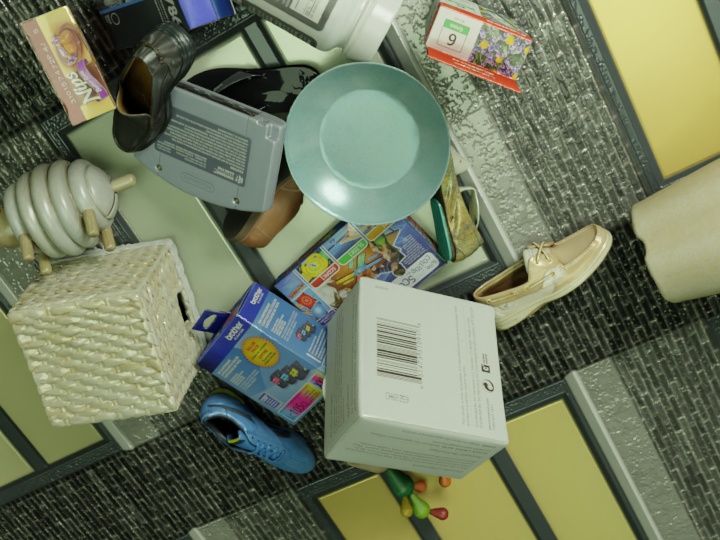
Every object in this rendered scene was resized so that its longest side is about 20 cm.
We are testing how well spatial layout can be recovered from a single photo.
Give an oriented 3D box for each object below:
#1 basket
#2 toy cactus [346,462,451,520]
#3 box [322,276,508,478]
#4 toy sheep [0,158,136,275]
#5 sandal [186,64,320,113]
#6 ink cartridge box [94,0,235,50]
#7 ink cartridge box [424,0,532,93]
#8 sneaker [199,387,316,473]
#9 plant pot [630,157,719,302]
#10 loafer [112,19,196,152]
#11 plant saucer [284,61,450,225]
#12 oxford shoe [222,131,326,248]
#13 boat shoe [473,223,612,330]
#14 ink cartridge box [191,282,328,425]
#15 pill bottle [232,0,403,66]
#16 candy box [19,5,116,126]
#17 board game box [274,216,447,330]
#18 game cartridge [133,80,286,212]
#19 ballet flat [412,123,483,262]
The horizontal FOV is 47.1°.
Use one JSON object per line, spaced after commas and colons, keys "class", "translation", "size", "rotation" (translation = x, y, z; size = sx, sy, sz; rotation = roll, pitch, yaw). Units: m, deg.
{"class": "basket", "translation": [-0.339, 0.085, 1.123], "size": [0.199, 0.161, 0.199], "rotation": [-8, 114, 10]}
{"class": "toy cactus", "translation": [0.060, 0.290, 1.229], "size": [0.165, 0.102, 0.200], "rotation": [1, 123, 15]}
{"class": "box", "translation": [0.066, 0.140, 1.057], "size": [0.200, 0.199, 0.131], "rotation": [13, 143, -18]}
{"class": "toy sheep", "translation": [-0.382, -0.079, 1.070], "size": [0.200, 0.138, 0.138], "rotation": [-19, 112, -2]}
{"class": "sandal", "translation": [-0.147, -0.219, 1.032], "size": [0.200, 0.043, 0.076], "rotation": [-10, 113, 11]}
{"class": "ink cartridge box", "translation": [-0.234, -0.318, 0.943], "size": [0.200, 0.039, 0.100], "rotation": [0, 118, 42]}
{"class": "ink cartridge box", "translation": [0.128, -0.256, 0.909], "size": [0.109, 0.200, 0.050], "rotation": [20, 115, -5]}
{"class": "sneaker", "translation": [-0.155, 0.257, 1.231], "size": [0.200, 0.078, 0.066], "rotation": [37, 110, -13]}
{"class": "plant pot", "translation": [0.438, -0.052, 0.998], "size": [0.183, 0.201, 0.201], "rotation": [-22, 111, 26]}
{"class": "loafer", "translation": [-0.260, -0.203, 0.961], "size": [0.073, 0.072, 0.200], "rotation": [39, 137, 2]}
{"class": "plant saucer", "translation": [0.009, -0.154, 0.996], "size": [0.200, 0.039, 0.201], "rotation": [4, 116, 8]}
{"class": "oxford shoe", "translation": [-0.097, -0.112, 1.078], "size": [0.071, 0.071, 0.200], "rotation": [24, 115, -40]}
{"class": "boat shoe", "translation": [0.235, 0.000, 1.086], "size": [0.200, 0.074, 0.069], "rotation": [-40, 111, 20]}
{"class": "ink cartridge box", "translation": [-0.132, 0.109, 1.146], "size": [0.200, 0.076, 0.136], "rotation": [35, 130, -9]}
{"class": "pill bottle", "translation": [-0.058, -0.322, 0.942], "size": [0.200, 0.113, 0.113], "rotation": [28, 113, -8]}
{"class": "candy box", "translation": [-0.334, -0.238, 0.953], "size": [0.056, 0.200, 0.117], "rotation": [-25, 112, -9]}
{"class": "board game box", "translation": [0.000, 0.000, 1.125], "size": [0.200, 0.034, 0.135], "rotation": [-40, 106, 19]}
{"class": "game cartridge", "translation": [-0.189, -0.153, 1.023], "size": [0.200, 0.042, 0.133], "rotation": [24, 126, 15]}
{"class": "ballet flat", "translation": [0.114, -0.108, 1.058], "size": [0.071, 0.071, 0.200], "rotation": [-14, 112, 10]}
